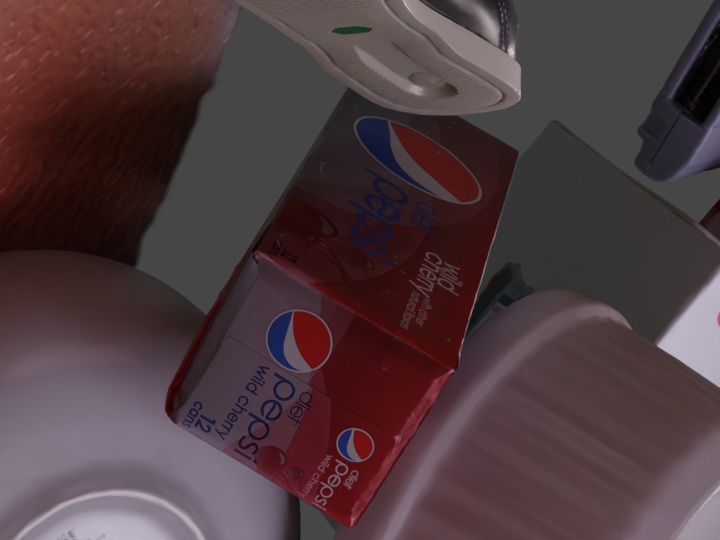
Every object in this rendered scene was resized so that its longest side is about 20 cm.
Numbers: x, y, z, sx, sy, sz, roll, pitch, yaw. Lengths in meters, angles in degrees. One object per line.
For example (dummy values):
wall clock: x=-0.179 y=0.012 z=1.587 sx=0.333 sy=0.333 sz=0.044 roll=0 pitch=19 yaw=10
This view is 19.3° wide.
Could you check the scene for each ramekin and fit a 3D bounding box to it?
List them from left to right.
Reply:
ramekin: x=0.072 y=0.115 z=0.735 sx=0.202 sy=0.094 sz=0.203 roll=-39 pitch=141 yaw=-39

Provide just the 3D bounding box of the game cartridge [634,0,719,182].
game cartridge: x=0.215 y=-0.133 z=1.012 sx=0.133 sy=0.041 sz=0.200 roll=-23 pitch=147 yaw=-53

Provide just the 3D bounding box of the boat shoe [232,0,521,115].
boat shoe: x=-0.005 y=-0.108 z=0.641 sx=0.200 sy=0.072 sz=0.068 roll=32 pitch=63 yaw=-61

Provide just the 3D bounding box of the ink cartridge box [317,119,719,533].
ink cartridge box: x=0.096 y=0.068 z=0.923 sx=0.200 sy=0.145 sz=0.145 roll=-49 pitch=129 yaw=4

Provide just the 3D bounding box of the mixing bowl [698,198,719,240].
mixing bowl: x=0.229 y=0.003 z=1.058 sx=0.200 sy=0.108 sz=0.200 roll=-45 pitch=-173 yaw=8

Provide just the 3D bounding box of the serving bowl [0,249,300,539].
serving bowl: x=-0.097 y=0.097 z=0.657 sx=0.200 sy=0.066 sz=0.200 roll=-10 pitch=109 yaw=-32

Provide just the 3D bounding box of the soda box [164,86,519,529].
soda box: x=0.000 y=0.000 z=0.687 sx=0.063 sy=0.070 sz=0.200 roll=-58 pitch=-177 yaw=24
